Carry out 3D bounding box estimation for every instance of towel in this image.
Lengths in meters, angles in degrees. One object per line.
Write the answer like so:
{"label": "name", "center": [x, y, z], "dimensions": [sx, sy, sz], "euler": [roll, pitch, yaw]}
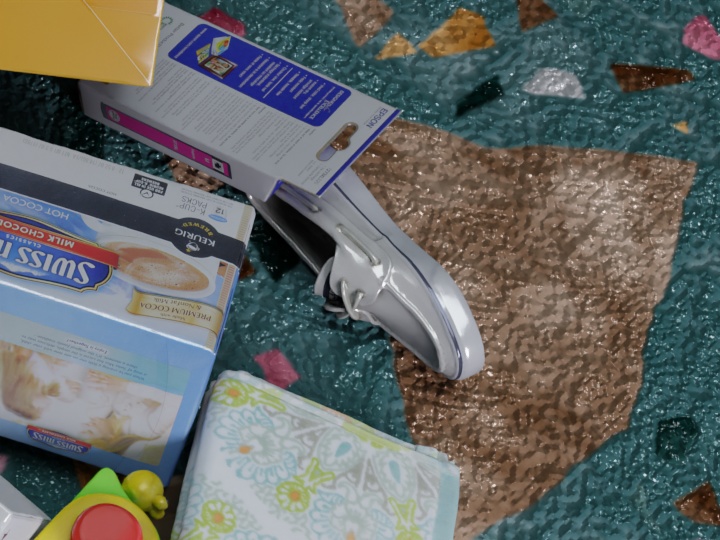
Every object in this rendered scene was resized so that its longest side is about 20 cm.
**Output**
{"label": "towel", "center": [-0.029, 0.164, 1.592], "dimensions": [0.171, 0.048, 0.200], "euler": [22, 45, -12]}

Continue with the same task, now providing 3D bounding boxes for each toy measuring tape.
{"label": "toy measuring tape", "center": [-0.172, 0.191, 1.535], "dimensions": [0.073, 0.074, 0.200], "euler": [37, 58, 8]}

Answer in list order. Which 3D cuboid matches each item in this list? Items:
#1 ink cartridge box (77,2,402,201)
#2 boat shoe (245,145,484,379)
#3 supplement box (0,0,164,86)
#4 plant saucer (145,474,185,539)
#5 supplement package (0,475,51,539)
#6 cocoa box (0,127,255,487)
{"label": "ink cartridge box", "center": [-0.080, -0.105, 1.749], "dimensions": [0.200, 0.037, 0.095], "euler": [25, 54, 26]}
{"label": "boat shoe", "center": [0.000, 0.000, 1.726], "dimensions": [0.066, 0.072, 0.200], "euler": [-29, 70, -25]}
{"label": "supplement box", "center": [-0.229, -0.214, 1.693], "dimensions": [0.196, 0.133, 0.200], "euler": [6, 16, -12]}
{"label": "plant saucer", "center": [-0.090, 0.217, 1.598], "dimensions": [0.199, 0.029, 0.201], "euler": [7, 59, -12]}
{"label": "supplement package", "center": [-0.294, 0.124, 1.523], "dimensions": [0.200, 0.117, 0.117], "euler": [38, 86, 9]}
{"label": "cocoa box", "center": [-0.182, 0.019, 1.615], "dimensions": [0.199, 0.134, 0.131], "euler": [18, 43, -4]}
